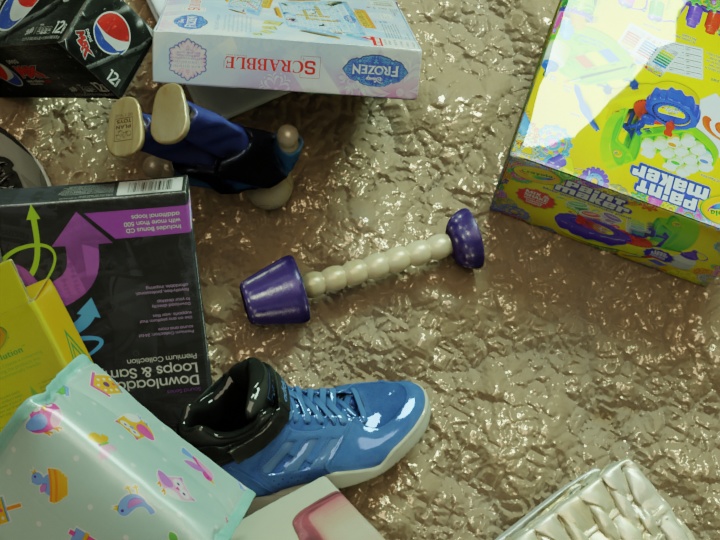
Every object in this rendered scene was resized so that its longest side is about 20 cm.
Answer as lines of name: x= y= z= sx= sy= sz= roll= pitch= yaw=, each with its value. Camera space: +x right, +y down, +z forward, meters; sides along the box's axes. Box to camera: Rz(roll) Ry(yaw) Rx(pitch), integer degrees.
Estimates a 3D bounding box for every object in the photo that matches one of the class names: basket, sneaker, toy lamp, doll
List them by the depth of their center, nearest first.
basket: x=0.192 y=0.253 z=0.968 sx=0.135 sy=0.124 sz=0.201 roll=-33 pitch=76 yaw=-13
sneaker: x=-0.044 y=0.110 z=1.003 sx=0.198 sy=0.112 sz=0.077 roll=-20 pitch=39 yaw=-5
doll: x=-0.114 y=-0.090 z=1.027 sx=0.135 sy=0.200 sz=0.049 roll=-12 pitch=75 yaw=25
sneaker: x=-0.278 y=-0.044 z=1.066 sx=0.073 sy=0.079 sz=0.201 roll=-29 pitch=74 yaw=-9
toy lamp: x=0.000 y=0.000 z=1.078 sx=0.198 sy=0.058 sz=0.059 roll=-15 pitch=73 yaw=-10

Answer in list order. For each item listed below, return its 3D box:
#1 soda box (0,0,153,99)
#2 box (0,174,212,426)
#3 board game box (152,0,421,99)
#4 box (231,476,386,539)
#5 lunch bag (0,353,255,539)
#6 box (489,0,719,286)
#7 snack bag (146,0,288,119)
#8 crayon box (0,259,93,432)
soda box: x=-0.251 y=-0.183 z=1.055 sx=0.199 sy=0.071 sz=0.064 roll=8 pitch=63 yaw=47
box: x=-0.189 y=0.031 z=1.000 sx=0.141 sy=0.202 sz=0.036 roll=-5 pitch=28 yaw=-2
board game box: x=-0.060 y=-0.185 z=1.049 sx=0.197 sy=0.200 sz=0.042 roll=4 pitch=111 yaw=-5
box: x=-0.019 y=0.243 z=0.905 sx=0.108 sy=0.200 sz=0.129 roll=-27 pitch=104 yaw=-11
lunch bag: x=-0.199 y=0.191 z=0.907 sx=0.170 sy=0.122 sz=0.200 roll=40 pitch=106 yaw=-2
box: x=0.234 y=-0.122 z=1.092 sx=0.198 sy=0.122 sz=0.194 roll=20 pitch=72 yaw=3
snack bag: x=-0.084 y=-0.242 z=1.169 sx=0.198 sy=0.021 sz=0.190 roll=-24 pitch=75 yaw=-13
crayon box: x=-0.257 y=0.094 z=0.970 sx=0.126 sy=0.051 sz=0.202 roll=-20 pitch=107 yaw=8
